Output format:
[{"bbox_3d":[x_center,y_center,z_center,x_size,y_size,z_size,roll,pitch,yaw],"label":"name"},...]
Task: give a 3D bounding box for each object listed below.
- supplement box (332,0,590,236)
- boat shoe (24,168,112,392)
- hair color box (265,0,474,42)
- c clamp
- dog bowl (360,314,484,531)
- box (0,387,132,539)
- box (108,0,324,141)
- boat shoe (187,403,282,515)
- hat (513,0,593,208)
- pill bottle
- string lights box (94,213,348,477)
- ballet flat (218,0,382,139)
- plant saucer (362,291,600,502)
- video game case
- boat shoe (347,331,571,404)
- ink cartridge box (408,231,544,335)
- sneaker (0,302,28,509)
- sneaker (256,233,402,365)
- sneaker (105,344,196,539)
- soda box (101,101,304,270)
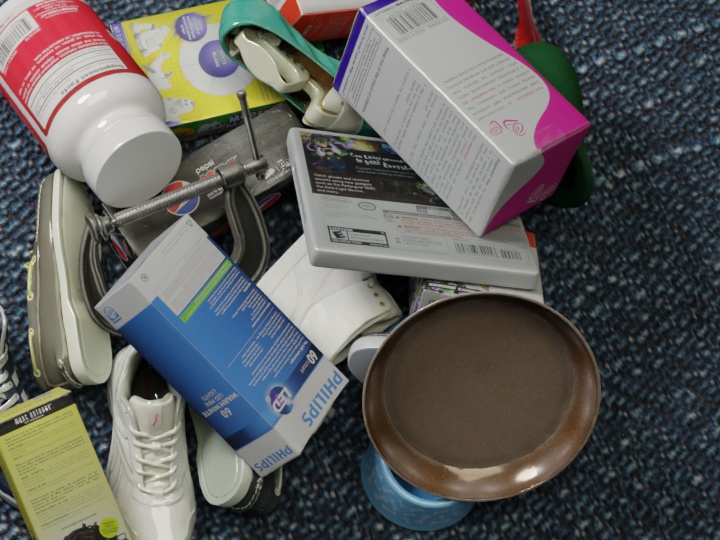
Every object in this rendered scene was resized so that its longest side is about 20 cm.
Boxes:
[{"bbox_3d":[0.085,-0.144,1.556,0.101,0.103,0.200,-28,65,-35],"label":"supplement box"},{"bbox_3d":[-0.263,0.007,1.567,0.060,0.072,0.202,-16,70,22],"label":"boat shoe"},{"bbox_3d":[0.003,-0.278,1.702,0.200,0.061,0.102,-10,72,-30],"label":"hair color box"},{"bbox_3d":[-0.160,-0.040,1.548,0.200,0.027,0.171,-28,117,-15],"label":"c clamp"},{"bbox_3d":[0.059,0.128,1.595,0.111,0.050,0.200,5,70,-9],"label":"dog bowl"},{"bbox_3d":[-0.236,0.201,1.475,0.075,0.050,0.200,-25,98,-17],"label":"box"},{"bbox_3d":[-0.125,-0.191,1.680,0.200,0.048,0.117,-14,74,-18],"label":"box"},{"bbox_3d":[-0.108,0.120,1.562,0.060,0.076,0.200,28,48,-42],"label":"boat shoe"},{"bbox_3d":[0.190,-0.185,1.673,0.200,0.166,0.176,44,68,6],"label":"hat"},{"bbox_3d":[-0.242,-0.151,1.578,0.112,0.112,0.200,-28,58,-19],"label":"pill bottle"},{"bbox_3d":[-0.112,0.062,1.491,0.200,0.059,0.103,47,42,-10],"label":"string lights box"},{"bbox_3d":[-0.050,-0.167,1.622,0.200,0.067,0.070,38,41,-8],"label":"ballet flat"},{"bbox_3d":[0.101,0.102,1.512,0.200,0.200,0.032,10,25,-7],"label":"plant saucer"},{"bbox_3d":[0.043,-0.055,1.566,0.200,0.023,0.182,6,37,-15],"label":"video game case"},{"bbox_3d":[0.089,0.077,1.561,0.200,0.070,0.066,8,46,-3],"label":"boat shoe"},{"bbox_3d":[0.100,-0.008,1.596,0.109,0.050,0.200,12,32,-6],"label":"ink cartridge box"},{"bbox_3d":[-0.306,0.103,1.503,0.070,0.109,0.200,-23,76,-17],"label":"sneaker"},{"bbox_3d":[0.000,0.000,1.609,0.116,0.074,0.200,35,65,11],"label":"sneaker"},{"bbox_3d":[-0.179,0.145,1.516,0.078,0.099,0.200,-6,71,-13],"label":"sneaker"},{"bbox_3d":[-0.134,-0.070,1.624,0.200,0.063,0.071,-31,77,-20],"label":"soda box"}]
